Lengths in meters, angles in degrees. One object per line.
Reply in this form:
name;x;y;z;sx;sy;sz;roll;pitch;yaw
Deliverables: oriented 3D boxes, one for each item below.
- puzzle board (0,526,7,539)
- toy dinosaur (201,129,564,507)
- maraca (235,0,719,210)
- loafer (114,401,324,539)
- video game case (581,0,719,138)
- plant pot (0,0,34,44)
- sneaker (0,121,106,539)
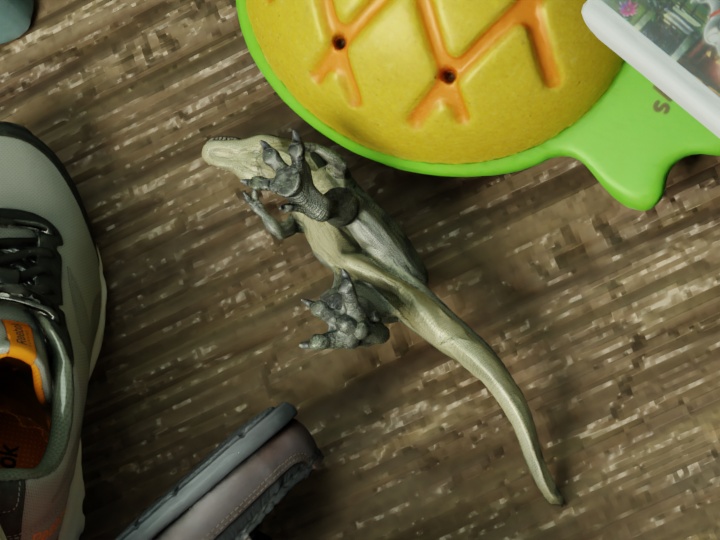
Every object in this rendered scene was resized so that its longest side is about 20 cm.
puzzle board;-0.164;0.112;0.880;0.200;0.017;0.151;55;133;49
toy dinosaur;0.000;0.000;0.904;0.047;0.088;0.200;-46;61;11
maraca;0.050;-0.097;0.914;0.199;0.107;0.138;18;96;12
loafer;-0.080;0.132;0.907;0.200;0.072;0.063;-43;88;6
video game case;0.193;-0.083;0.735;0.182;0.023;0.200;-47;62;1
plant pot;-0.268;-0.192;1.017;0.196;0.200;0.197;-16;66;15
sneaker;-0.126;0.023;0.928;0.074;0.079;0.201;3;52;-12
